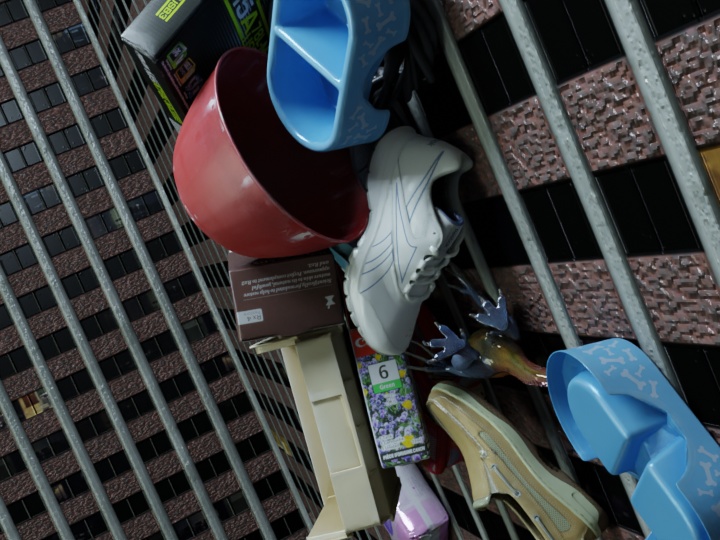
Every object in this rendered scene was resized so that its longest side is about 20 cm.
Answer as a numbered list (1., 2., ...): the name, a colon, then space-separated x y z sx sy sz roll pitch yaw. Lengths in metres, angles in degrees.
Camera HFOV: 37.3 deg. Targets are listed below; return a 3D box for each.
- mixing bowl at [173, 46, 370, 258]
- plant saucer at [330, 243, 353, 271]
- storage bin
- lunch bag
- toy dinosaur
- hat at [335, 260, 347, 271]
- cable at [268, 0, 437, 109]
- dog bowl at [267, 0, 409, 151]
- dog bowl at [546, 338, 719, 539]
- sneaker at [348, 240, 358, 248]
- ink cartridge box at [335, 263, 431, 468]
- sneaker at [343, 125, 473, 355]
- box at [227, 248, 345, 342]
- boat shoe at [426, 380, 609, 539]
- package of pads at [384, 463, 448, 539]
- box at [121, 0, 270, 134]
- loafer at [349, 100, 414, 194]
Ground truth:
1. mixing bowl: -0.094 -0.086 0.959 0.200 0.108 0.201 39 -148 -31
2. plant saucer: 0.000 0.000 1.106 0.070 0.019 0.200 51 175 -23
3. storage bin: -0.031 0.157 1.093 0.199 0.093 0.201 -5 -100 -85
4. lunch bag: 0.065 0.108 1.180 0.200 0.082 0.176 53 158 34
5. toy dinosaur: 0.108 0.086 0.976 0.200 0.105 0.182 46 176 27
6. hat: -0.052 -0.062 1.237 0.081 0.200 0.201 -63 -34 -49
7. cable: -0.008 -0.210 0.912 0.163 0.051 0.200 56 146 -7
8. dog bowl: -0.025 -0.178 0.851 0.111 0.050 0.200 45 146 23
9. dog bowl: 0.207 0.132 0.756 0.200 0.049 0.112 56 163 30
10. sneaker: -0.004 -0.075 1.122 0.201 0.075 0.085 65 161 2
11. ink cartridge box: 0.023 0.089 1.055 0.109 0.050 0.201 51 -155 -83
12. sneaker: 0.043 -0.020 0.916 0.087 0.074 0.201 17 106 38
13. box: -0.080 0.009 1.060 0.200 0.100 0.075 -127 28 -76
14. boat shoe: 0.126 0.185 0.967 0.200 0.076 0.072 41 166 20
15. package of pads: 0.055 0.326 1.566 0.200 0.075 0.121 56 160 34
16. box: -0.117 -0.224 0.985 0.047 0.193 0.200 36 168 17
17. loafer: 0.019 -0.141 0.996 0.072 0.063 0.201 -28 88 34
